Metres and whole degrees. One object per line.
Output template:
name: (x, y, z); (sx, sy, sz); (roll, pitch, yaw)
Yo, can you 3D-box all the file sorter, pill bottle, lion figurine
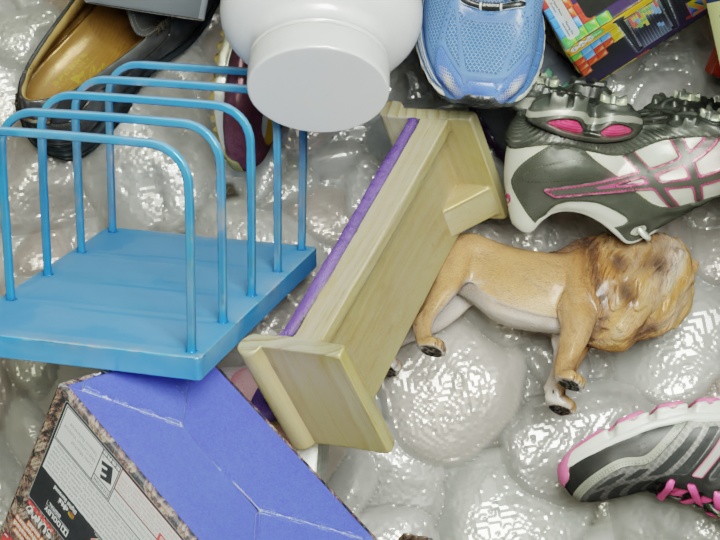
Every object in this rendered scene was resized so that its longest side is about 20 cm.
file sorter: (-0.119, -0.036, 0.936); (0.138, 0.200, 0.123); (5, 109, 15)
pill bottle: (-0.020, -0.182, 0.952); (0.112, 0.113, 0.201); (0, 59, 2)
lion figurine: (0.095, 0.014, 1.011); (0.199, 0.073, 0.123); (15, 63, 11)

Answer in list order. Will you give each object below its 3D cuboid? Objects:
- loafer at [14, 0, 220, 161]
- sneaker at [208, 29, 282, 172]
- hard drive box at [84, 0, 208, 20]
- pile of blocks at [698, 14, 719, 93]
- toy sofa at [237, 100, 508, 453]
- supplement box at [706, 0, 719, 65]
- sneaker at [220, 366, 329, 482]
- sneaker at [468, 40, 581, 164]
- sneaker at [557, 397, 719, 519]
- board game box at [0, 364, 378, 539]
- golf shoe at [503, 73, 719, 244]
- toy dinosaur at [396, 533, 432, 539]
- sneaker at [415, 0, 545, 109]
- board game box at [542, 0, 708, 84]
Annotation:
loafer: (-0.143, -0.161, 1.056); (0.073, 0.072, 0.201); (30, 80, 10)
sneaker: (-0.030, -0.152, 1.049); (0.090, 0.075, 0.201); (13, 79, 10)
hard drive box: (-0.108, -0.268, 0.968); (0.076, 0.200, 0.157); (8, 61, -9)
pile of blocks: (0.234, -0.150, 1.034); (0.062, 0.082, 0.201); (-28, 79, -4)
toy sofa: (0.000, 0.000, 0.962); (0.097, 0.083, 0.201); (6, 49, 31)
supplement box: (0.317, -0.098, 0.924); (0.199, 0.134, 0.201); (-20, 100, -33)
sneaker: (-0.074, 0.149, 0.987); (0.104, 0.075, 0.202); (3, 74, 3)
sneaker: (0.082, -0.125, 1.026); (0.074, 0.087, 0.200); (-39, 76, 11)
sneaker: (0.215, 0.122, 0.979); (0.199, 0.074, 0.088); (-7, 71, -4)
board game box: (-0.106, 0.171, 0.899); (0.159, 0.097, 0.201); (45, 127, 25)
golf shoe: (0.178, -0.061, 0.994); (0.199, 0.077, 0.089); (6, 107, -9)
toy dinosaur: (0.066, 0.225, 0.959); (0.199, 0.086, 0.136); (9, 80, 5)
sneaker: (0.072, -0.187, 0.951); (0.078, 0.089, 0.201); (4, 72, 3)
board game box: (0.158, -0.237, 1.023); (0.165, 0.057, 0.201); (-30, 61, 11)
